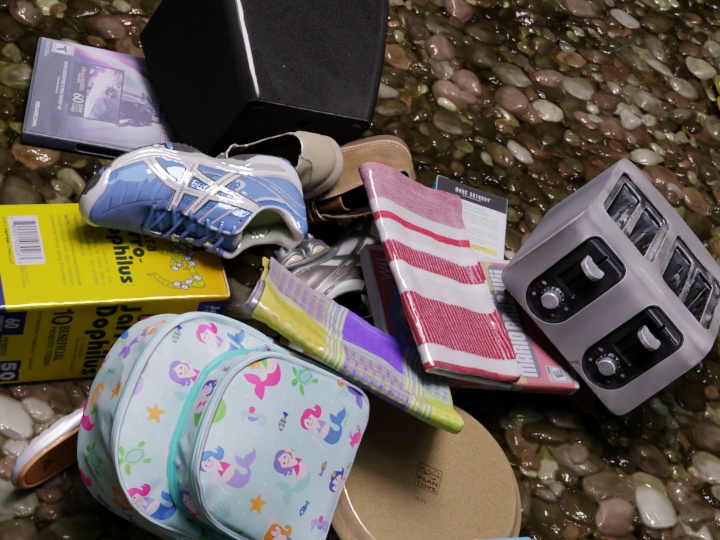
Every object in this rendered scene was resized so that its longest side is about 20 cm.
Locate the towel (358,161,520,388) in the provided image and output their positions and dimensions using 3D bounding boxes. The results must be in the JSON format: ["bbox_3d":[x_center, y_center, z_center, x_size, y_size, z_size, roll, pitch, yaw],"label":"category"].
[{"bbox_3d":[0.072,0.004,1.076,0.144,0.023,0.201,15,50,-50],"label":"towel"}]

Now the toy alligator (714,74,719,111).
[{"bbox_3d":[0.497,-0.206,1.563,0.054,0.059,0.201,49,34,-36],"label":"toy alligator"}]

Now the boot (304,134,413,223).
[{"bbox_3d":[-0.045,-0.074,1.156,0.198,0.074,0.076,-18,27,5],"label":"boot"}]

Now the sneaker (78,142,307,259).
[{"bbox_3d":[-0.132,-0.054,1.004,0.198,0.076,0.077,-4,49,-26],"label":"sneaker"}]

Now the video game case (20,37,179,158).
[{"bbox_3d":[-0.238,-0.169,1.248,0.198,0.019,0.144,9,49,-15],"label":"video game case"}]

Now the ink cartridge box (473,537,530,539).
[{"bbox_3d":[0.022,0.269,0.894,0.198,0.146,0.084,2,50,-21],"label":"ink cartridge box"}]

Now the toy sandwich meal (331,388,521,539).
[{"bbox_3d":[0.042,0.187,1.032,0.203,0.070,0.206,13,52,-16],"label":"toy sandwich meal"}]

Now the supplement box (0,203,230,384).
[{"bbox_3d":[-0.226,0.017,1.030,0.198,0.109,0.110,-3,53,-25],"label":"supplement box"}]

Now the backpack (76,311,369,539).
[{"bbox_3d":[-0.103,0.126,0.912,0.199,0.150,0.179,30,72,-25],"label":"backpack"}]

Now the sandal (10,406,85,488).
[{"bbox_3d":[-0.185,0.127,0.984,0.059,0.079,0.206,44,58,15],"label":"sandal"}]

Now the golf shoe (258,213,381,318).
[{"bbox_3d":[0.000,0.000,1.173,0.199,0.078,0.095,-26,74,-29],"label":"golf shoe"}]

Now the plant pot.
[{"bbox_3d":[-0.087,-0.196,1.209,0.199,0.199,0.179,6,61,-32],"label":"plant pot"}]

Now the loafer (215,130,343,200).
[{"bbox_3d":[-0.115,-0.079,1.122,0.199,0.068,0.076,-27,64,12],"label":"loafer"}]

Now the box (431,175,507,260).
[{"bbox_3d":[0.098,0.000,1.221,0.082,0.049,0.201,18,47,-9],"label":"box"}]

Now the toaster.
[{"bbox_3d":[0.251,0.011,1.170,0.181,0.118,0.200,50,34,-3],"label":"toaster"}]

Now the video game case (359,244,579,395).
[{"bbox_3d":[0.102,0.046,1.132,0.198,0.017,0.144,6,53,-26],"label":"video game case"}]

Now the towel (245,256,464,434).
[{"bbox_3d":[-0.004,0.059,0.983,0.199,0.023,0.144,33,10,-5],"label":"towel"}]
